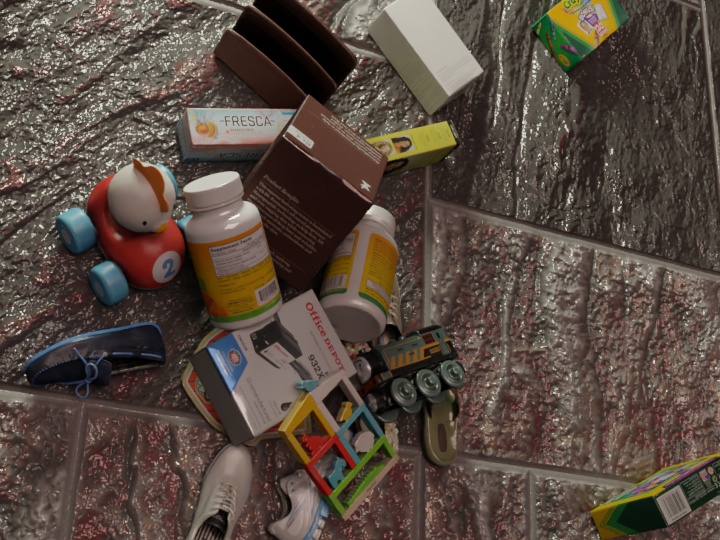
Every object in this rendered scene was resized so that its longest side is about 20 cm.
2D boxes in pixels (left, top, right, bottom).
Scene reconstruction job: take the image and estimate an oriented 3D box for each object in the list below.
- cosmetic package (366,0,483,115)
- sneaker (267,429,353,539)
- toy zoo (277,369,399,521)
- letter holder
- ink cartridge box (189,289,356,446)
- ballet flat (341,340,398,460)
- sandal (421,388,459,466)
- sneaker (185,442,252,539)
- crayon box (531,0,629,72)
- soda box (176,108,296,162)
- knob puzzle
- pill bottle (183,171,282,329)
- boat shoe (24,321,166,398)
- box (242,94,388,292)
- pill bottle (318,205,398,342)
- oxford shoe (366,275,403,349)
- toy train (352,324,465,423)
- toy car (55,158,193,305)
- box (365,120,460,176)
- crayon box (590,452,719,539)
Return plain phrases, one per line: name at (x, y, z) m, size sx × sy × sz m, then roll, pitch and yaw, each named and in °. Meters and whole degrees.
cosmetic package at (0.118, -0.403, 1.788) m, size 0.112 × 0.081 × 0.201 m, roll -36°, pitch 89°, yaw -32°
sneaker at (-0.074, 0.311, 1.438) m, size 0.086 × 0.075 × 0.202 m, roll 30°, pitch 61°, yaw -8°
toy zoo at (-0.036, 0.238, 1.403) m, size 0.131 × 0.020 × 0.202 m, roll -44°, pitch 111°, yaw -30°
letter holder at (-0.121, -0.356, 1.610) m, size 0.199 × 0.142 × 0.101 m, roll 41°, pitch 59°, yaw -8°
ink cartridge box at (-0.125, 0.140, 1.427) m, size 0.198 × 0.084 × 0.147 m, roll -28°, pitch 87°, yaw -34°
ballet flat at (0.010, 0.198, 1.515) m, size 0.203 × 0.075 × 0.064 m, roll 69°, pitch 17°, yaw 10°
sandal at (0.133, 0.213, 1.585) m, size 0.078 × 0.057 × 0.205 m, roll 0°, pitch 72°, yaw -27°
sneaker at (-0.194, 0.337, 1.365) m, size 0.072 × 0.071 × 0.203 m, roll 25°, pitch 63°, yaw -17°
crayon box at (0.455, -0.511, 2.010) m, size 0.119 × 0.058 × 0.200 m, roll 50°, pitch 58°, yaw -3°
soda box at (-0.191, -0.217, 1.568) m, size 0.197 × 0.068 × 0.065 m, roll -4°, pitch 73°, yaw -29°
knob puzzle at (-0.171, 0.162, 1.464) m, size 0.216 × 0.030 × 0.224 m, roll 9°, pitch 69°, yaw -24°
pill bottle at (-0.186, -0.030, 1.382) m, size 0.110 × 0.110 × 0.204 m, roll -26°, pitch 113°, yaw -32°
boat shoe at (-0.359, 0.125, 1.349) m, size 0.197 × 0.084 × 0.069 m, roll -18°, pitch 69°, yaw -28°
box at (-0.086, -0.116, 1.478) m, size 0.165 × 0.200 × 0.165 m, roll 37°, pitch 30°, yaw -10°
pill bottle at (0.000, 0.000, 1.536) m, size 0.111 × 0.113 × 0.203 m, roll 24°, pitch 54°, yaw -17°
oxford shoe at (0.038, 0.064, 1.592) m, size 0.074 × 0.058 × 0.204 m, roll 9°, pitch 66°, yaw -20°
toy train at (0.074, 0.156, 1.502) m, size 0.198 × 0.085 × 0.115 m, roll -14°, pitch 67°, yaw -39°
toy car at (-0.305, -0.077, 1.382) m, size 0.183 × 0.200 × 0.179 m, roll -33°, pitch 88°, yaw -31°
box at (0.075, -0.207, 1.699) m, size 0.197 × 0.075 × 0.051 m, roll -18°, pitch 78°, yaw -30°
crayon box at (0.516, 0.382, 1.652) m, size 0.197 × 0.172 × 0.059 m, roll -19°, pitch 77°, yaw -30°
